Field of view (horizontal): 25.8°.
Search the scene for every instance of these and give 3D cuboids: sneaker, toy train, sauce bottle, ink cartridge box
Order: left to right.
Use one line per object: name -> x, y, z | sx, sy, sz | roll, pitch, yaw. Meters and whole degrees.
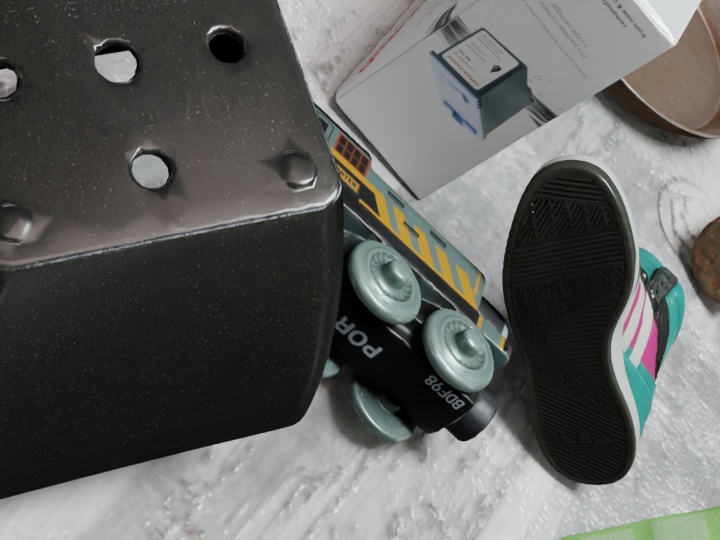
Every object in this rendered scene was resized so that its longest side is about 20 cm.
toy train -> 0.000, 0.000, 0.812 | 0.200, 0.085, 0.114 | 41, 37, -15
ink cartridge box -> 0.100, -0.146, 0.891 | 0.086, 0.200, 0.147 | 47, 45, -11
sneaker -> 0.135, 0.006, 0.880 | 0.121, 0.083, 0.201 | -61, 149, -53
sauce bottle -> 0.305, -0.025, 1.097 | 0.199, 0.066, 0.066 | -16, 77, -45

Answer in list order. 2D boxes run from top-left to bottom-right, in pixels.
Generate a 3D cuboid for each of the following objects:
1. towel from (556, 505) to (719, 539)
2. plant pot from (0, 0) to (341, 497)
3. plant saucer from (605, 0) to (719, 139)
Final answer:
towel -> 0.167, 0.221, 0.791 | 0.031, 0.148, 0.201 | 50, 30, -55
plant pot -> -0.111, -0.038, 0.619 | 0.199, 0.177, 0.200 | -11, 72, -26
plant saucer -> 0.208, -0.177, 1.121 | 0.200, 0.034, 0.201 | 20, 55, -32
